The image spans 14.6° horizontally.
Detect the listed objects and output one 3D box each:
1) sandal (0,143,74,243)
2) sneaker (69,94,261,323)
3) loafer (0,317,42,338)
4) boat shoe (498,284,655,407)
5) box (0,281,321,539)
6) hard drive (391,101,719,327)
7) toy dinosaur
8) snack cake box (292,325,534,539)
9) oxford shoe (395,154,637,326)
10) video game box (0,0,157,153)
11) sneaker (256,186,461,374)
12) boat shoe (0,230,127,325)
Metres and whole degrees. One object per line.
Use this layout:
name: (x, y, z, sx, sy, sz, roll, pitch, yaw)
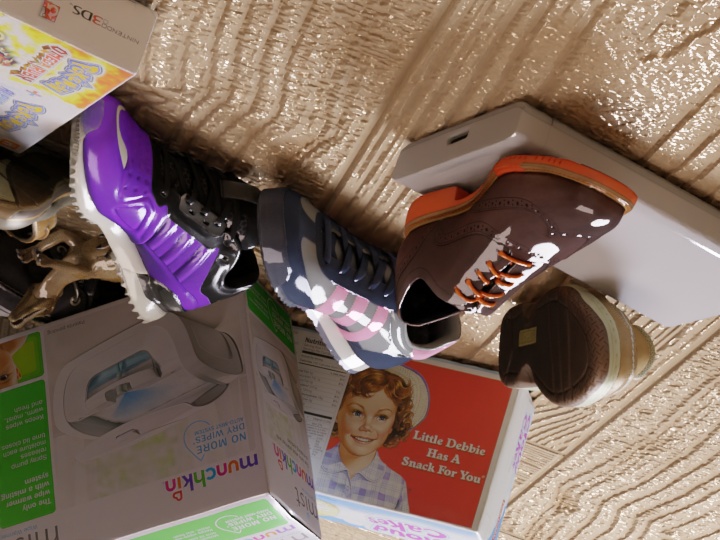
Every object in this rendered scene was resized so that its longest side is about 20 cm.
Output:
sandal: (-0.208, -0.044, 1.698, 0.080, 0.054, 0.200, 30, -167, 5)
sneaker: (-0.110, -0.045, 1.697, 0.099, 0.070, 0.200, -7, 146, 11)
loafer: (-0.221, 0.090, 2.148, 0.200, 0.076, 0.068, 33, 159, -13)
boat shoe: (0.143, 0.045, 1.698, 0.076, 0.072, 0.200, 5, -178, -12)
box: (-0.141, 0.116, 1.880, 0.199, 0.177, 0.097, -17, 149, 16)
hard drive: (0.133, -0.029, 1.573, 0.199, 0.027, 0.132, 28, 158, -23)
toy dinosaur: (-0.149, -0.015, 1.833, 0.199, 0.058, 0.101, -13, 154, 17)
snack cake box: (0.008, 0.114, 1.936, 0.199, 0.115, 0.067, 13, 160, 17)
oxford shoe: (0.082, -0.010, 1.518, 0.071, 0.073, 0.200, 26, 159, -19)
video game box: (-0.232, -0.140, 1.573, 0.182, 0.047, 0.200, 23, 161, -20)
sneaker: (0.000, 0.000, 1.733, 0.082, 0.071, 0.200, -8, 155, 19)
boat shoe: (-0.199, 0.013, 1.923, 0.066, 0.070, 0.200, -9, 148, 38)
